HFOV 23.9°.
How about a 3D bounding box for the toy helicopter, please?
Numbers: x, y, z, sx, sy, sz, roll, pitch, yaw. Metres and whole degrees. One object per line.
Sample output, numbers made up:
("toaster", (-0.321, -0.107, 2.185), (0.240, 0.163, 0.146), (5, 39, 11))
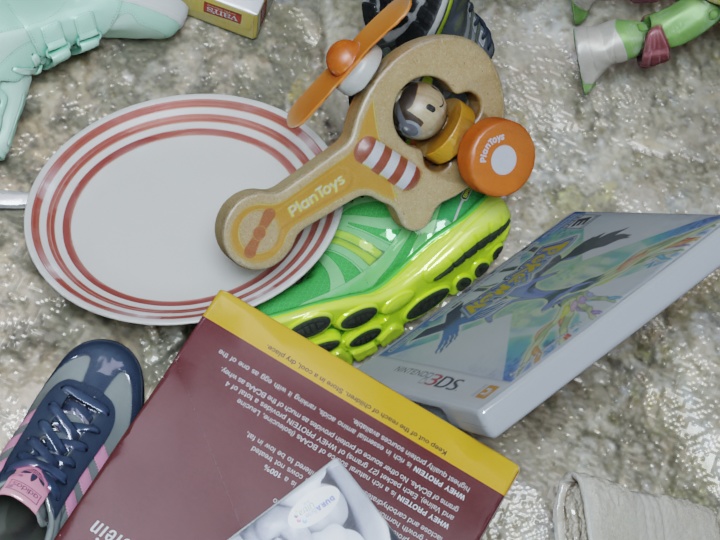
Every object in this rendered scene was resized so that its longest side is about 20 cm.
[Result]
("toy helicopter", (-0.003, -0.073, 1.004), (0.200, 0.079, 0.133), (-34, 116, -15))

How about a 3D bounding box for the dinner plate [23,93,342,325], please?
("dinner plate", (-0.109, -0.037, 1.064), (0.199, 0.024, 0.201), (-1, 47, 1))

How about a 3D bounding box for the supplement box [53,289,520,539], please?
("supplement box", (-0.052, 0.160, 0.959), (0.197, 0.133, 0.200), (30, 67, 5))

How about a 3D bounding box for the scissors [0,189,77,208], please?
("scissors", (-0.284, -0.053, 1.077), (0.199, 0.014, 0.073), (-12, 68, -11))

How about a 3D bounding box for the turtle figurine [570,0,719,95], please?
("turtle figurine", (0.245, -0.168, 1.167), (0.193, 0.200, 0.144), (-7, 91, 10))

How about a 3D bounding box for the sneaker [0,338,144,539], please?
("sneaker", (-0.179, 0.121, 0.984), (0.070, 0.082, 0.200), (22, 67, 2))

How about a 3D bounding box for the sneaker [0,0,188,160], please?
("sneaker", (-0.208, -0.129, 1.098), (0.200, 0.074, 0.119), (-2, 90, -23))

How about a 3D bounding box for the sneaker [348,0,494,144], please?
("sneaker", (0.046, -0.158, 1.079), (0.081, 0.200, 0.074), (-26, 59, -31))

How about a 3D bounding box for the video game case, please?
("video game case", (0.106, 0.025, 1.017), (0.200, 0.182, 0.022), (-35, 106, -19))

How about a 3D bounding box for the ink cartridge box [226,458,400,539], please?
("ink cartridge box", (-0.031, 0.230, 0.839), (0.198, 0.043, 0.200), (-35, 78, -18))

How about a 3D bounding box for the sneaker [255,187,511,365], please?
("sneaker", (0.000, 0.000, 1.073), (0.200, 0.074, 0.084), (-30, 57, -20))

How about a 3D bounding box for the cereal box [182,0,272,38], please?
("cereal box", (-0.103, -0.271, 1.177), (0.143, 0.040, 0.201), (20, 67, 1))

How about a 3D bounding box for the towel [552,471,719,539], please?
("towel", (0.171, 0.224, 0.989), (0.132, 0.034, 0.201), (19, 59, -38))
